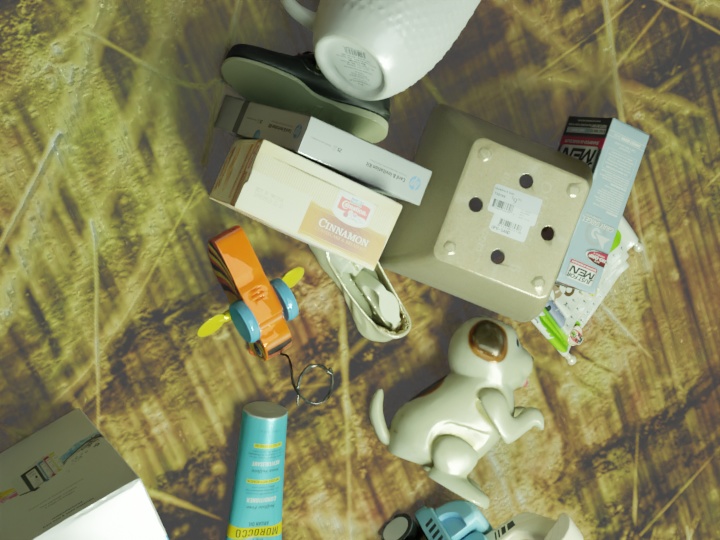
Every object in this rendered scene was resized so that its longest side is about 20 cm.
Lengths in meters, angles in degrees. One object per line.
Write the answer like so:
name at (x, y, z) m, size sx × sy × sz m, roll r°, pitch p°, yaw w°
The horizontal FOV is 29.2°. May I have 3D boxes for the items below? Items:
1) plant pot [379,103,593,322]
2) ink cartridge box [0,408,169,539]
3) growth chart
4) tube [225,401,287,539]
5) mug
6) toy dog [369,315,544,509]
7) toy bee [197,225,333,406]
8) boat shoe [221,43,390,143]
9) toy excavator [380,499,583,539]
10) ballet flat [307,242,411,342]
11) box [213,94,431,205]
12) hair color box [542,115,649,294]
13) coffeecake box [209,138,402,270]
plant pot at (0.149, -0.059, 1.525) m, size 0.198 × 0.177 × 0.202 m, roll 21°, pitch 93°, yaw -6°
ink cartridge box at (-0.285, 0.262, 1.380) m, size 0.144 × 0.200 × 0.149 m, roll -29°, pitch 116°, yaw -18°
growth chart at (0.276, 0.000, 1.749) m, size 0.144 × 0.018 × 0.201 m, roll 39°, pitch 81°, yaw -31°
tube at (-0.117, 0.251, 1.570) m, size 0.076 × 0.050 × 0.203 m, roll 1°, pitch 107°, yaw -17°
mug at (0.009, -0.280, 1.437) m, size 0.176 × 0.198 × 0.148 m, roll -58°, pitch 167°, yaw -28°
toy dog at (0.126, 0.152, 1.646) m, size 0.192 × 0.140 × 0.202 m, roll 29°, pitch 87°, yaw 10°
toy bee at (-0.115, 0.056, 1.499) m, size 0.129 × 0.109 × 0.203 m, roll -7°, pitch 81°, yaw -20°
boat shoe at (-0.056, -0.199, 1.479) m, size 0.199 × 0.073 × 0.064 m, roll 18°, pitch 66°, yaw -25°
toy excavator at (0.145, 0.323, 1.638) m, size 0.199 × 0.195 × 0.100 m, roll -39°, pitch 118°, yaw 0°
ballet flat at (0.000, 0.000, 1.559) m, size 0.069 × 0.069 × 0.201 m, roll -39°, pitch 118°, yaw -16°
box at (-0.041, -0.125, 1.423) m, size 0.155 × 0.199 × 0.042 m, roll 22°, pitch 90°, yaw -33°
hair color box at (0.266, -0.080, 1.664) m, size 0.060 × 0.099 × 0.202 m, roll 19°, pitch 89°, yaw -24°
coffeecake box at (-0.061, -0.071, 1.405) m, size 0.152 × 0.200 × 0.074 m, roll 25°, pitch 89°, yaw -14°
